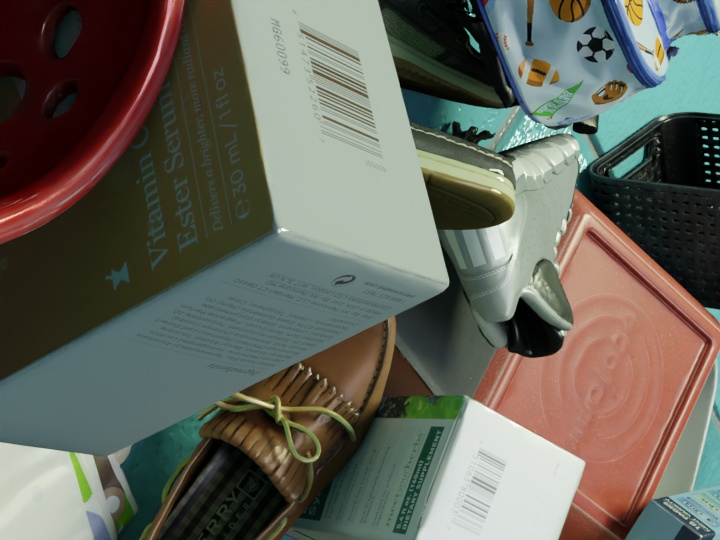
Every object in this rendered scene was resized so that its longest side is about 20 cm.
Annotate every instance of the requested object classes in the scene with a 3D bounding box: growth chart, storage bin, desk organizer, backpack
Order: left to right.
[{"bbox_3d":[-0.161,0.116,0.767,0.144,0.018,0.201,-30,120,-44],"label":"growth chart"},{"bbox_3d":[0.000,0.000,0.891,0.072,0.077,0.200,-60,137,-23],"label":"desk organizer"},{"bbox_3d":[0.116,-0.168,0.865,0.201,0.154,0.190,62,26,-8],"label":"backpack"},{"bbox_3d":[0.278,-0.041,1.125,0.135,0.199,0.094,-33,123,-42],"label":"storage bin"}]

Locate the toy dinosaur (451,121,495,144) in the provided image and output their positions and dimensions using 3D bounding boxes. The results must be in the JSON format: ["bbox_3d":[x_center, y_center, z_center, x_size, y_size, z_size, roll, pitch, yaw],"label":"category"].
[{"bbox_3d":[0.081,-0.043,1.010,0.200,0.047,0.089,12,96,-48],"label":"toy dinosaur"}]

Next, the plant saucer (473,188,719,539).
[{"bbox_3d":[0.148,0.069,1.016,0.200,0.037,0.200,38,72,-32],"label":"plant saucer"}]

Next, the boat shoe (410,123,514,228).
[{"bbox_3d":[-0.018,-0.073,0.761,0.073,0.199,0.065,100,6,-69],"label":"boat shoe"}]

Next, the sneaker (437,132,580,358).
[{"bbox_3d":[0.091,-0.010,0.905,0.200,0.075,0.116,-26,99,-65],"label":"sneaker"}]

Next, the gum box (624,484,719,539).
[{"bbox_3d":[0.204,0.230,1.086,0.200,0.044,0.170,5,118,-61],"label":"gum box"}]

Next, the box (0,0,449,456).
[{"bbox_3d":[-0.086,-0.031,0.644,0.106,0.199,0.153,17,52,-51],"label":"box"}]

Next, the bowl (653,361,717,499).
[{"bbox_3d":[0.169,0.127,1.133,0.199,0.074,0.201,23,79,-51],"label":"bowl"}]

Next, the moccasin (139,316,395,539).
[{"bbox_3d":[-0.052,0.090,0.800,0.202,0.074,0.078,-49,171,-1],"label":"moccasin"}]

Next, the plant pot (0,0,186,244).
[{"bbox_3d":[-0.187,-0.115,0.548,0.200,0.182,0.202,-13,108,-48],"label":"plant pot"}]

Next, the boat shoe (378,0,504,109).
[{"bbox_3d":[0.027,-0.138,0.896,0.200,0.073,0.065,13,93,-52],"label":"boat shoe"}]

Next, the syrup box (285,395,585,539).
[{"bbox_3d":[0.024,0.118,0.845,0.081,0.200,0.079,29,74,-22],"label":"syrup box"}]
